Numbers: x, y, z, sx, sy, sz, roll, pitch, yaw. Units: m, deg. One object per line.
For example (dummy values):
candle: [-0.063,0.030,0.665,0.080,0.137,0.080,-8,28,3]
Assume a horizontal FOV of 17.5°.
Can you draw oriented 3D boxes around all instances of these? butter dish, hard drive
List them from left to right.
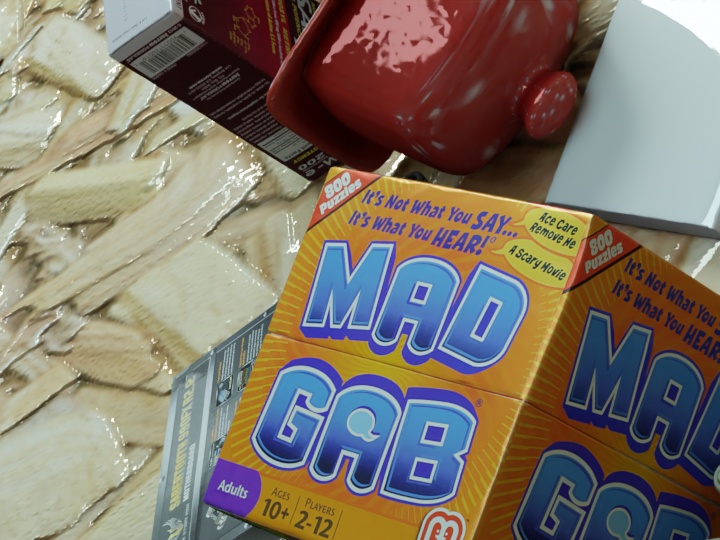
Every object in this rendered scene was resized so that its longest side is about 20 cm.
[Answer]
butter dish: [0.067,-0.133,1.436,0.147,0.200,0.200,34,92,24]
hard drive: [0.196,-0.122,1.394,0.131,0.027,0.201,11,76,46]

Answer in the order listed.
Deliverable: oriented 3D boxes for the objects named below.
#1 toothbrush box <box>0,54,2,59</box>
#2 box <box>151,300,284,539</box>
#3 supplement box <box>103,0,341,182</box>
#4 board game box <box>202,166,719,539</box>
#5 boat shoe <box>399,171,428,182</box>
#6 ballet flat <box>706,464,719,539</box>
toothbrush box: [-0.406,-0.131,1.940,0.146,0.085,0.201,33,92,48]
box: [-0.057,0.108,1.459,0.158,0.048,0.201,-36,30,27]
supplement box: [-0.082,-0.152,1.550,0.061,0.200,0.109,-30,51,27]
board game box: [0.077,0.084,1.271,0.199,0.199,0.201,13,78,46]
boat shoe: [0.000,0.000,1.410,0.074,0.074,0.200,-25,11,31]
ballet flat: [0.209,0.133,1.209,0.065,0.071,0.201,10,72,12]
